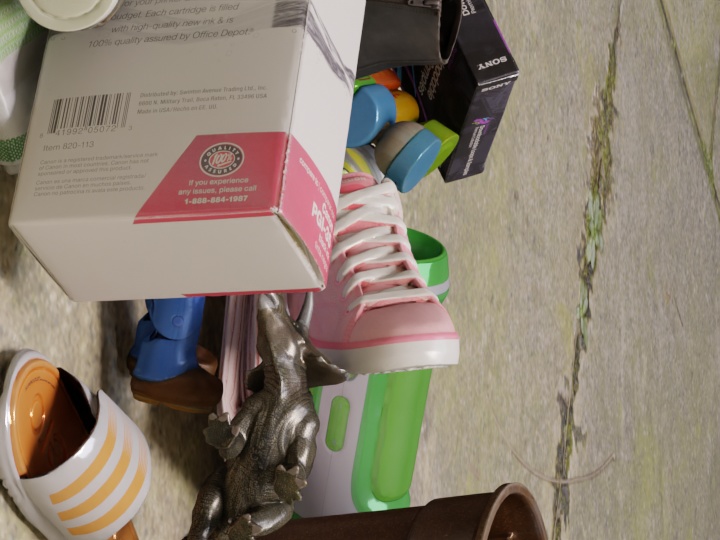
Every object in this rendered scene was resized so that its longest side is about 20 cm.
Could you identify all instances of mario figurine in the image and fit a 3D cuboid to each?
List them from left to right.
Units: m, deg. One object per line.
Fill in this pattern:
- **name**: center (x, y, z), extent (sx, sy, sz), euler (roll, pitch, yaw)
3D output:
- **mario figurine**: center (-0.073, -0.025, 1.514), extent (0.106, 0.123, 0.200), euler (-7, 113, -43)

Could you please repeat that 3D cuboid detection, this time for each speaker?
- **speaker**: center (0.004, 0.075, 1.776), extent (0.088, 0.088, 0.200), euler (-43, 145, -67)

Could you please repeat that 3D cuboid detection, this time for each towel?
- **towel**: center (-0.167, -0.166, 1.421), extent (0.149, 0.031, 0.200), euler (-55, 139, -63)
- **towel**: center (-0.057, 0.051, 1.673), extent (0.200, 0.032, 0.191), euler (78, 15, -67)

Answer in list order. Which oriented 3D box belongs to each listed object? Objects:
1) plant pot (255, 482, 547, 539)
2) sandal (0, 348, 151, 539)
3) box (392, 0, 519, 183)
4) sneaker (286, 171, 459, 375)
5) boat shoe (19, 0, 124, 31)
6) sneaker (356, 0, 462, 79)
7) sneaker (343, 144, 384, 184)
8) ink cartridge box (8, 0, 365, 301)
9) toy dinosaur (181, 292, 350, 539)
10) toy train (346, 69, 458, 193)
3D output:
- **plant pot**: center (-0.002, 0.226, 1.624), extent (0.200, 0.198, 0.201), euler (-2, 90, -73)
- **sandal**: center (-0.133, 0.113, 1.449), extent (0.207, 0.059, 0.079), euler (67, 27, -49)
- **box**: center (0.042, -0.176, 1.853), extent (0.143, 0.036, 0.200), euler (106, -38, -64)
- **sneaker**: center (0.000, 0.000, 1.567), extent (0.200, 0.075, 0.105), euler (-156, -118, -73)
- **boat shoe**: center (-0.148, -0.218, 1.355), extent (0.060, 0.072, 0.202), euler (-24, 108, -81)
- **sneaker**: center (0.011, -0.212, 1.706), extent (0.075, 0.106, 0.200), euler (31, 57, -69)
- **sneaker**: center (-0.012, 0.012, 1.842), extent (0.076, 0.075, 0.200), euler (-12, 89, -65)
- **ink cartridge box**: center (-0.081, -0.092, 1.400), extent (0.083, 0.146, 0.200), euler (58, 35, -54)
- **toy dinosaur**: center (-0.055, 0.111, 1.487), extent (0.102, 0.077, 0.200), euler (-38, 148, -66)
- **toy train**: center (0.018, -0.108, 1.823), extent (0.085, 0.116, 0.200), euler (-51, 170, 15)
